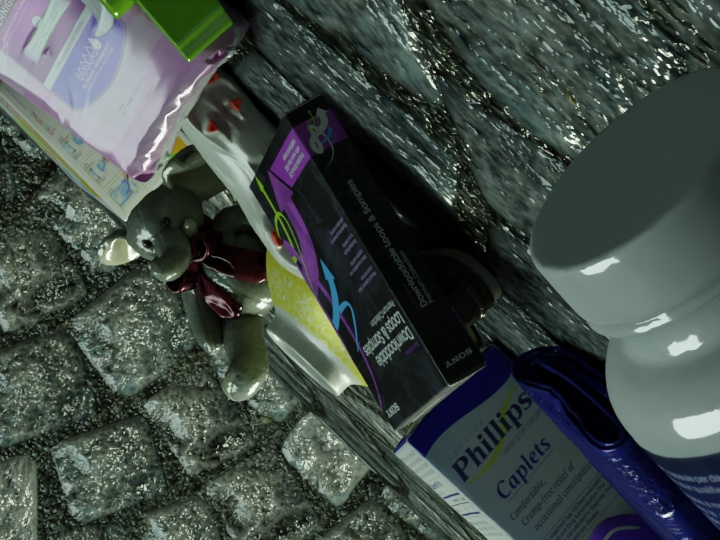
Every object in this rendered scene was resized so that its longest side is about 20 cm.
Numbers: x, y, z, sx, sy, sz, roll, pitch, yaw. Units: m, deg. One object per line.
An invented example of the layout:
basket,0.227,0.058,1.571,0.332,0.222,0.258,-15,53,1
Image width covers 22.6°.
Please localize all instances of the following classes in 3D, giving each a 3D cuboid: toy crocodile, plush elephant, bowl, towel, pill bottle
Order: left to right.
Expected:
toy crocodile,-0.151,-0.202,1.039,0.200,0.068,0.062,44,176,6
plush elephant,-0.140,-0.017,1.599,0.154,0.165,0.201,19,-150,-29
bowl,-0.012,0.034,1.444,0.200,0.108,0.200,42,172,8
towel,0.195,0.134,1.191,0.200,0.050,0.148,47,178,-29
pill bottle,0.152,0.035,0.601,0.200,0.120,0.120,45,172,-19

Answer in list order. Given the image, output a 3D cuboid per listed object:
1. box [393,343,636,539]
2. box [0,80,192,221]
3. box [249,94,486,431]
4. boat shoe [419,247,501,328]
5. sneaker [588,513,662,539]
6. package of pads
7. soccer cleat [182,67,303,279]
box,0.134,0.168,1.433,0.200,0.105,0.184,41,172,4
box,-0.270,-0.159,1.702,0.200,0.101,0.112,49,170,-37
box,0.000,0.000,1.176,0.201,0.036,0.143,57,161,7
boat shoe,0.025,0.020,1.255,0.067,0.057,0.200,50,159,-16
sneaker,0.253,0.230,1.276,0.199,0.070,0.100,29,173,14
package of pads,-0.177,-0.161,1.116,0.199,0.121,0.076,37,-148,-2
soccer cleat,-0.075,-0.077,1.340,0.201,0.069,0.078,52,175,-15
